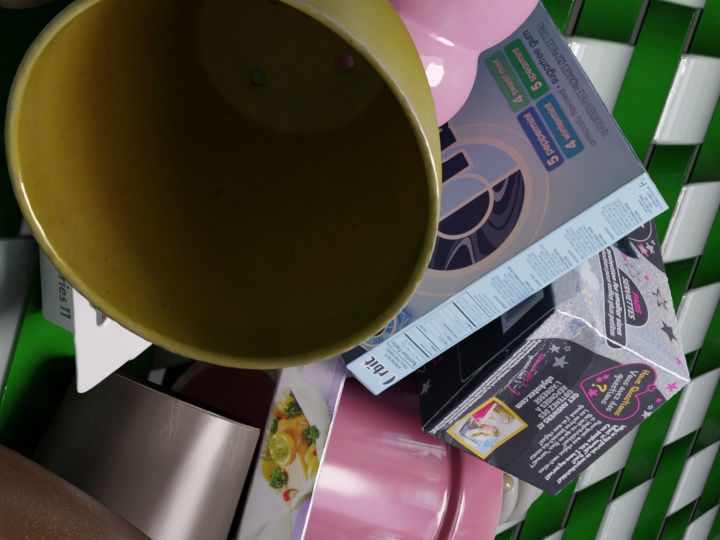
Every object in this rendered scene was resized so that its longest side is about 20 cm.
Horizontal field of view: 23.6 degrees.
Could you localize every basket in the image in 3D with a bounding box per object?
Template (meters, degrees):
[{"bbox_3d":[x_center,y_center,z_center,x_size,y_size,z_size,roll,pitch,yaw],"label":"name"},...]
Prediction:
[{"bbox_3d":[-0.142,0.164,0.984,0.180,0.135,0.202,28,82,-54],"label":"basket"}]

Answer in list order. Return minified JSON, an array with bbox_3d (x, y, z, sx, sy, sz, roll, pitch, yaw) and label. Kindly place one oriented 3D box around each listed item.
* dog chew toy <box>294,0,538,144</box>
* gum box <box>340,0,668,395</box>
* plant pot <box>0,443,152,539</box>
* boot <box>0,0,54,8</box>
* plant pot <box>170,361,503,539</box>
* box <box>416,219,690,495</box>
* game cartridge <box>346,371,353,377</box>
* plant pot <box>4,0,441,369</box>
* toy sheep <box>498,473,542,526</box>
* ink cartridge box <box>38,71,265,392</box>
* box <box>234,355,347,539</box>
[{"bbox_3d":[0.017,-0.130,0.921,0.201,0.124,0.124,-61,157,12],"label":"dog chew toy"},{"bbox_3d":[0.055,-0.050,1.009,0.199,0.171,0.045,-33,141,10],"label":"gum box"},{"bbox_3d":[-0.160,0.177,0.817,0.199,0.186,0.189,24,90,-45],"label":"plant pot"},{"bbox_3d":[-0.109,-0.226,0.776,0.199,0.076,0.157,-31,135,-30],"label":"boot"},{"bbox_3d":[-0.034,0.130,1.123,0.178,0.199,0.202,23,91,-50],"label":"plant pot"},{"bbox_3d":[0.114,0.012,1.085,0.132,0.114,0.201,-45,-149,32],"label":"box"},{"bbox_3d":[0.000,0.000,1.124,0.041,0.133,0.199,-49,165,30],"label":"game cartridge"},{"bbox_3d":[-0.048,-0.076,0.810,0.142,0.198,0.202,-69,167,-54],"label":"plant pot"},{"bbox_3d":[0.107,0.155,1.477,0.199,0.137,0.139,-19,130,-41],"label":"toy sheep"},{"bbox_3d":[-0.114,-0.035,0.936,0.200,0.067,0.118,-40,144,-45],"label":"ink cartridge box"},{"bbox_3d":[-0.049,0.142,0.992,0.041,0.038,0.202,110,-5,-83],"label":"box"}]
